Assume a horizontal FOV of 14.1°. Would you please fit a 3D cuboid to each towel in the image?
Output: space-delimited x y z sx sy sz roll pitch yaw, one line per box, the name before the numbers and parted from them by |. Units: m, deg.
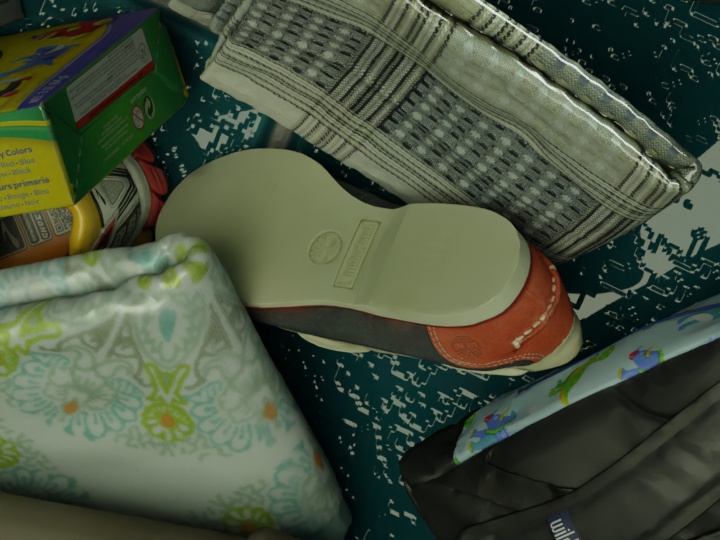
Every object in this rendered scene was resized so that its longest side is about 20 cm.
towel | 0.017 -0.068 1.098 0.199 0.193 0.035 35 76 -6
towel | -0.122 0.069 1.205 0.199 0.048 0.172 -11 136 17

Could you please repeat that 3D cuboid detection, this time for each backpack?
backpack | 0.145 0.080 1.138 0.200 0.154 0.164 -37 87 41

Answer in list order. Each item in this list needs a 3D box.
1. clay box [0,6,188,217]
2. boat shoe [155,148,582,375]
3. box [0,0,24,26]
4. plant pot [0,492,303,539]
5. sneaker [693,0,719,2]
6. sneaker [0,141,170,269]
clay box | -0.184 -0.055 1.193 0.199 0.115 0.048 -7 111 25
boat shoe | 0.000 0.000 1.175 0.199 0.063 0.071 11 69 40
box | -0.198 -0.187 1.162 0.041 0.156 0.201 -10 98 16
plant pot | -0.120 0.172 1.165 0.173 0.200 0.201 24 107 7
sneaker | 0.151 -0.193 1.095 0.076 0.115 0.200 18 144 8
sneaker | -0.180 -0.001 1.234 0.199 0.082 0.078 -30 92 20
